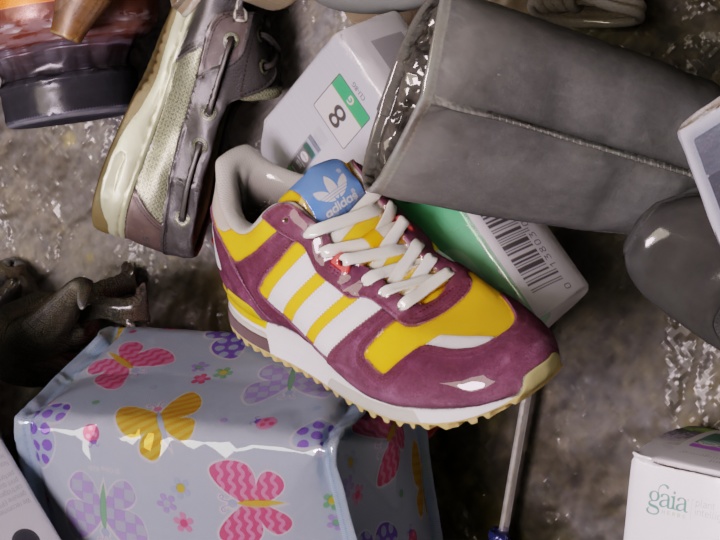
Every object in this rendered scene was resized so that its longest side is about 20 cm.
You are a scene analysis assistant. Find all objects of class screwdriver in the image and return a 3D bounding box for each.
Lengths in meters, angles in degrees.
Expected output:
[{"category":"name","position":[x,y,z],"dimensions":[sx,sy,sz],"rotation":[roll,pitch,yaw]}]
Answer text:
[{"category":"screwdriver","position":[0.068,0.109,1.085],"dimensions":[0.029,0.028,0.201],"rotation":[4,102,2]}]

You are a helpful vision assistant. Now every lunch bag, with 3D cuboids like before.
[{"category":"lunch bag","position":[-0.052,0.137,1.051],"dimensions":[0.169,0.127,0.201],"rotation":[3,120,22]}]

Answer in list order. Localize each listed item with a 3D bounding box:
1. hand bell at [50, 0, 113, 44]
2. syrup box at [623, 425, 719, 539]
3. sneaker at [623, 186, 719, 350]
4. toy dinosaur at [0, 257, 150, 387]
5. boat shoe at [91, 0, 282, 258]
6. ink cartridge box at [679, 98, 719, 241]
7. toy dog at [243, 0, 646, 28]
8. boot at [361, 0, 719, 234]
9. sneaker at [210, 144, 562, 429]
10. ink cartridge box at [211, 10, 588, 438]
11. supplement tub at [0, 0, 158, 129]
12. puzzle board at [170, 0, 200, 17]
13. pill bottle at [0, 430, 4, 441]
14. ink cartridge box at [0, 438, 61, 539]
[{"category":"hand bell","position":[-0.103,-0.204,1.083],"dimensions":[0.104,0.104,0.201],"rotation":[23,92,27]},{"category":"syrup box","position":[0.161,0.177,1.007],"dimensions":[0.079,0.081,0.201],"rotation":[10,100,28]},{"category":"sneaker","position":[0.201,0.030,0.923],"dimensions":[0.199,0.091,0.076],"rotation":[25,120,0]},{"category":"toy dinosaur","position":[-0.158,0.035,1.155],"dimensions":[0.102,0.200,0.077],"rotation":[-15,100,-8]},{"category":"boat shoe","position":[-0.070,-0.101,1.127],"dimensions":[0.066,0.072,0.201],"rotation":[25,98,3]},{"category":"ink cartridge box","position":[0.231,0.026,0.854],"dimensions":[0.043,0.198,0.201],"rotation":[-38,63,45]},{"category":"toy dog","position":[0.031,-0.167,1.025],"dimensions":[0.199,0.132,0.097],"rotation":[1,84,28]},{"category":"boot","position":[0.121,-0.082,0.950],"dimensions":[0.199,0.073,0.182],"rotation":[22,109,-9]},{"category":"sneaker","position":[0.002,0.002,0.973],"dimensions":[0.200,0.075,0.090],"rotation":[17,129,44]},{"category":"ink cartridge box","position":[0.000,0.000,1.067],"dimensions":[0.161,0.050,0.200],"rotation":[55,135,12]},{"category":"supplement tub","position":[-0.161,-0.176,1.147],"dimensions":[0.107,0.107,0.201],"rotation":[-8,91,32]},{"category":"puzzle board","position":[-0.025,-0.216,1.039],"dimensions":[0.017,0.151,0.200],"rotation":[35,105,-21]},{"category":"pill bottle","position":[-0.249,0.104,1.231],"dimensions":[0.109,0.109,0.201],"rotation":[-20,85,31]},{"category":"ink cartridge box","position":[-0.200,0.138,1.071],"dimensions":[0.200,0.043,0.198],"rotation":[60,148,12]}]
